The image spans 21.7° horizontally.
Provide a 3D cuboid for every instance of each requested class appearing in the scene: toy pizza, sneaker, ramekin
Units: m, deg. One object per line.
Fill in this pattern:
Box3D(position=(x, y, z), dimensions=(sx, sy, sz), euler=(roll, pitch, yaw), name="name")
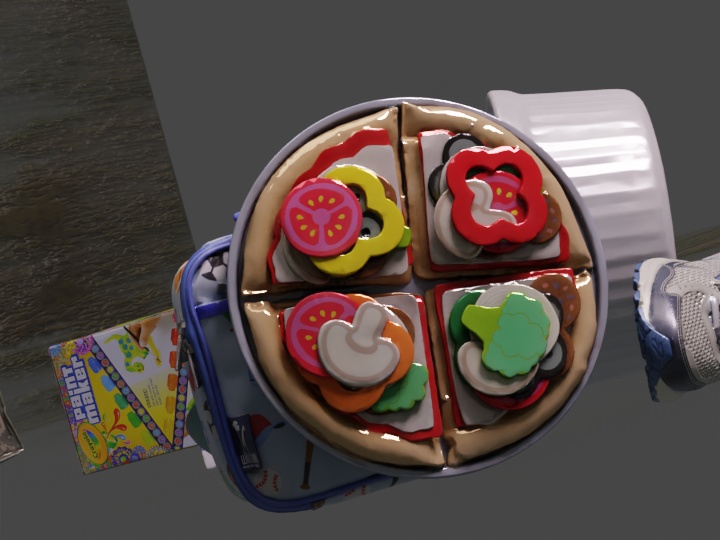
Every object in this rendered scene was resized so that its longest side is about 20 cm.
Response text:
Box3D(position=(0.032, 0.005, 0.959), dimensions=(0.199, 0.201, 0.032), euler=(-16, -11, -12), name="toy pizza")
Box3D(position=(0.211, 0.021, 1.033), dimensions=(0.085, 0.078, 0.200), euler=(-11, 3, 30), name="sneaker")
Box3D(position=(0.141, -0.022, 1.205), dimensions=(0.097, 0.202, 0.200), euler=(-8, 1, 1), name="ramekin")

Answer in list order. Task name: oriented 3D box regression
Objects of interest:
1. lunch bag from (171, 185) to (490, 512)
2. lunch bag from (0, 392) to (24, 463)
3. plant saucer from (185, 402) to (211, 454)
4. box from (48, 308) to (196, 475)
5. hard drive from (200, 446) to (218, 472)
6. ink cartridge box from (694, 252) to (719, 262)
Box3D(position=(-0.003, 0.035, 1.005), dimensions=(0.199, 0.161, 0.076), euler=(-15, 0, -12), name="lunch bag")
Box3D(position=(-0.502, 0.193, 2.111), dimensions=(0.199, 0.118, 0.164), euler=(-22, 4, -24), name="lunch bag")
Box3D(position=(-0.006, 0.077, 1.130), dimensions=(0.199, 0.028, 0.200), euler=(-16, -21, -6), name="plant saucer")
Box3D(position=(-0.151, 0.091, 1.738), dimensions=(0.192, 0.123, 0.200), euler=(-15, 1, 16), name="box")
Box3D(position=(-0.023, 0.108, 1.418), dimensions=(0.199, 0.026, 0.132), euler=(-16, 1, -5), name="hard drive")
Box3D(position=(0.371, -0.013, 1.652), dimensions=(0.119, 0.042, 0.200), euler=(-16, 3, 40), name="ink cartridge box")
